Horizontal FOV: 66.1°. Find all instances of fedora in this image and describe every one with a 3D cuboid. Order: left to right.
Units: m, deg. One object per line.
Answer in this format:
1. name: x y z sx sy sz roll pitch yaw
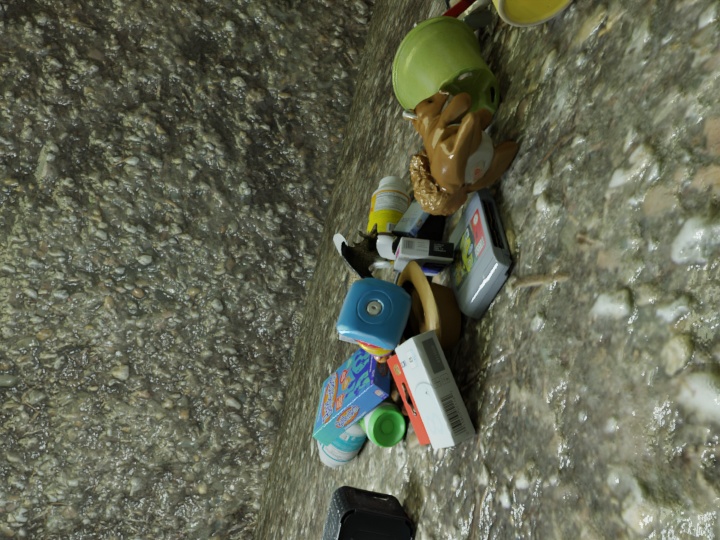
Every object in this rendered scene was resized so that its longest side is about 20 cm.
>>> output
1. fedora: 0.121 0.079 0.954 0.200 0.079 0.209 176 90 -75

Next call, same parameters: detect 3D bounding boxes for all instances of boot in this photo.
1. boot: 0.105 -0.021 1.205 0.210 0.071 0.153 -69 14 -4

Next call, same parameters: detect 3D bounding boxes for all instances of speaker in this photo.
1. speaker: 0.026 0.292 1.149 0.199 0.086 0.092 -162 88 -73

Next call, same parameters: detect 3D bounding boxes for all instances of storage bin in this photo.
1. storage bin: 0.000 0.494 0.942 0.094 0.131 0.207 -166 91 -78

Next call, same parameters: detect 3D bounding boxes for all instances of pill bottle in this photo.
1. pill bottle: -0.040 0.384 1.319 0.113 0.107 0.203 -90 19 -50
2. pill bottle: 0.074 -0.133 1.404 0.110 0.106 0.206 127 155 -59

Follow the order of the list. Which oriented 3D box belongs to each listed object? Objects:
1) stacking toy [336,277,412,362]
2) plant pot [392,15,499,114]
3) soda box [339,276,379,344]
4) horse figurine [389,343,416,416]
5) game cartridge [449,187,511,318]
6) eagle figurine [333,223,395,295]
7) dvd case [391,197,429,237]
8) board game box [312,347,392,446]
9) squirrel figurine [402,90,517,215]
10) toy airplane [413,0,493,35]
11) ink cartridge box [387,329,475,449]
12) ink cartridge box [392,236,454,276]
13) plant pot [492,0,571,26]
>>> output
1. stacking toy: 0.034 0.114 0.986 0.202 0.112 0.112 77 -149 -57
2. plant pot: 0.175 -0.357 1.069 0.187 0.194 0.205 -109 35 -51
3. soda box: -0.004 0.110 1.586 0.069 0.062 0.204 -93 22 -56
4. horse figurine: 0.086 0.196 1.086 0.134 0.048 0.206 105 168 -58
5. game cartridge: 0.191 -0.028 0.917 0.204 0.039 0.136 -89 14 -49
6. eagle figurine: 0.006 -0.002 1.175 0.150 0.151 0.204 -33 27 42
7. dvd case: 0.142 -0.155 1.163 0.203 0.017 0.143 -55 12 -2
8. board game box: -0.015 0.240 1.128 0.200 0.044 0.154 -46 18 28
9. squirrel figurine: 0.134 -0.203 0.936 0.188 0.138 0.203 53 124 39
10. toy airplane: 0.199 -0.507 1.194 0.197 0.142 0.201 -36 12 18
11. ink cartridge box: 0.092 0.203 0.891 0.165 0.046 0.200 67 154 13
12. ink cartridge box: 0.112 -0.021 1.024 0.200 0.091 0.039 94 -177 -80
13. plant pot: 0.255 -0.498 0.843 0.201 0.193 0.196 130 137 -63
